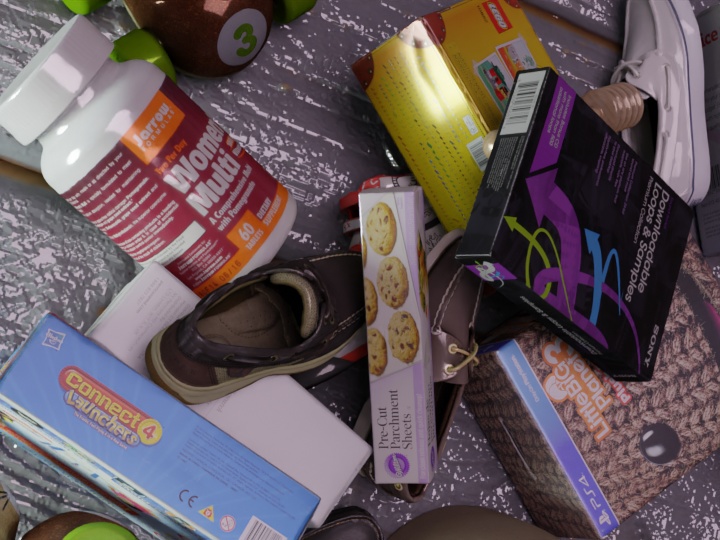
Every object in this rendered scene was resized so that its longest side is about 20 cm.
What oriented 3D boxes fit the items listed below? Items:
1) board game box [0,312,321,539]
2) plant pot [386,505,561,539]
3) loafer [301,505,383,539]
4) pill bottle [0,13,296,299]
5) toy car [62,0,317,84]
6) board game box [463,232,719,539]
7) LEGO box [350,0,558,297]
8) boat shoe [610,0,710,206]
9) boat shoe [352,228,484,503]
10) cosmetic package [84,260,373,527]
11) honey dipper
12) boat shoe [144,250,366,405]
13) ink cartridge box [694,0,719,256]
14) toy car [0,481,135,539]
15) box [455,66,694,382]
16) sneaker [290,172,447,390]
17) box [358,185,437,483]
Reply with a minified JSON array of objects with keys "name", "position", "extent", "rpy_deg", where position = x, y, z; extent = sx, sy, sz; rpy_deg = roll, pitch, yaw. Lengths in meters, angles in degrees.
[{"name":"board game box","position":[-0.145,0.117,0.841],"extent":[0.199,0.196,0.056],"rpy_deg":[36,71,-11]},{"name":"plant pot","position":[0.112,0.260,0.908],"extent":[0.186,0.200,0.189],"rpy_deg":[3,80,-19]},{"name":"loafer","position":[-0.058,0.236,0.918],"extent":[0.199,0.072,0.073],"rpy_deg":[-36,93,-22]},{"name":"pill bottle","position":[-0.147,-0.073,0.902],"extent":[0.200,0.109,0.110],"rpy_deg":[43,69,-20]},{"name":"toy car","position":[-0.108,-0.228,0.910],"extent":[0.164,0.200,0.158],"rpy_deg":[-35,93,-21]},{"name":"board game box","position":[0.196,0.086,1.023],"extent":[0.199,0.097,0.160],"rpy_deg":[-32,92,-22]},{"name":"LEGO box","position":[0.103,-0.104,0.999],"extent":[0.149,0.077,0.201],"rpy_deg":[-33,93,-53]},{"name":"boat shoe","position":[0.243,-0.151,1.093],"extent":[0.065,0.073,0.202],"rpy_deg":[-6,82,-25]},{"name":"boat shoe","position":[0.053,0.070,0.946],"extent":[0.072,0.059,0.201],"rpy_deg":[3,113,-53]},{"name":"cosmetic package","position":[-0.098,0.090,0.913],"extent":[0.200,0.101,0.071],"rpy_deg":[42,69,-10]},{"name":"honey dipper","position":[0.148,-0.108,0.962],"extent":[0.199,0.038,0.038],"rpy_deg":[-20,88,-50]},{"name":"boat shoe","position":[-0.048,0.030,0.862],"extent":[0.199,0.065,0.074],"rpy_deg":[-28,83,-44]},{"name":"ink cartridge box","position":[0.341,-0.124,1.085],"extent":[0.082,0.146,0.202],"rpy_deg":[-4,83,-22]},{"name":"toy car","position":[-0.238,0.163,0.826],"extent":[0.157,0.164,0.201],"rpy_deg":[-30,76,-22]},{"name":"box","position":[0.157,-0.027,0.915],"extent":[0.200,0.036,0.144],"rpy_deg":[35,66,-39]},{"name":"sneaker","position":[0.000,0.000,0.984],"extent":[0.201,0.067,0.108],"rpy_deg":[-34,92,-25]},{"name":"box","position":[0.026,0.043,0.892],"extent":[0.041,0.039,0.202],"rpy_deg":[-1,98,12]}]
